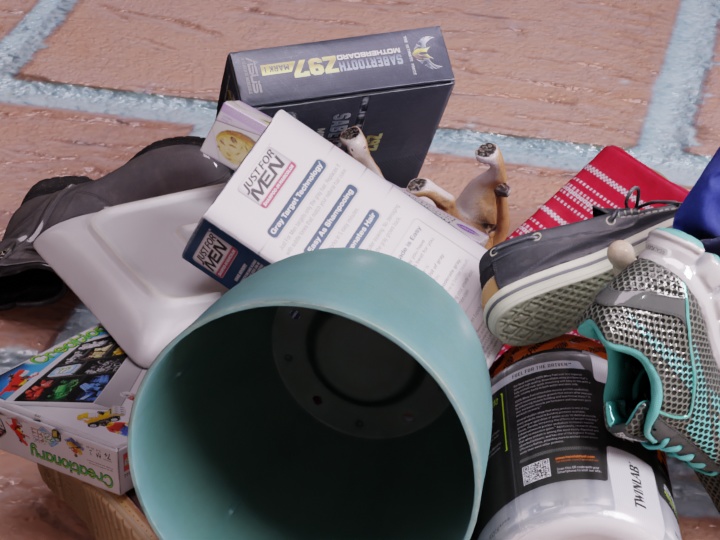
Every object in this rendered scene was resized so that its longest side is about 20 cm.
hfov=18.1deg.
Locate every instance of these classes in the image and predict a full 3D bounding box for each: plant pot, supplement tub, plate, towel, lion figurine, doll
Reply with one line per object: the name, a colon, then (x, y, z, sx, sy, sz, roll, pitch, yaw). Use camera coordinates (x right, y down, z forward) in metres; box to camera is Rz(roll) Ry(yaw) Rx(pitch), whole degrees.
plant pot: (-0.013, 0.078, 1.303, 0.200, 0.201, 0.161, 8, 25, 12)
supplement tub: (0.123, 0.131, 1.341, 0.122, 0.123, 0.200, 0, 33, 0)
plate: (-0.092, -0.010, 1.496, 0.199, 0.032, 0.200, -12, 30, -25)
towel: (0.144, 0.005, 1.552, 0.200, 0.022, 0.145, -42, 42, -7)
lion figurine: (0.038, -0.038, 1.601, 0.200, 0.123, 0.072, 17, 56, 36)
doll: (0.205, -0.010, 1.327, 0.136, 0.200, 0.048, -2, 40, -30)

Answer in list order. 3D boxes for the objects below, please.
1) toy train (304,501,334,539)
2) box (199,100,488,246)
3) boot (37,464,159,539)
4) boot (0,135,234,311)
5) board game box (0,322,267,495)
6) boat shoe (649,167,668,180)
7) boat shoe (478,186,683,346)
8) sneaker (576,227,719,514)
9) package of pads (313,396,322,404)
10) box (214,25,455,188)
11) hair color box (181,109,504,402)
toy train: (0.001, 0.199, 1.318, 0.046, 0.034, 0.200, 2, 30, -17)
box: (-0.011, -0.051, 1.513, 0.200, 0.041, 0.039, 30, 12, 8)
boot: (-0.092, 0.125, 1.394, 0.166, 0.072, 0.200, -20, 32, -23)
boot: (-0.187, -0.024, 1.614, 0.200, 0.070, 0.132, -18, 23, 31)
board game box: (-0.132, 0.070, 1.410, 0.126, 0.035, 0.200, 17, 29, 33)
boat shoe: (0.216, 0.014, 1.582, 0.075, 0.068, 0.200, -2, 42, -12)
boat shoe: (0.165, -0.013, 1.389, 0.200, 0.075, 0.062, -18, 50, -4)
sneaker: (0.179, 0.077, 1.286, 0.091, 0.200, 0.078, -34, 24, -21)
package of pads: (-0.043, 0.022, 1.559, 0.120, 0.076, 0.200, -29, 41, -31)
box: (-0.027, -0.102, 1.655, 0.158, 0.200, 0.051, -9, 69, -14)
hair color box: (0.000, 0.000, 1.419, 0.200, 0.061, 0.100, 35, 58, -2)
